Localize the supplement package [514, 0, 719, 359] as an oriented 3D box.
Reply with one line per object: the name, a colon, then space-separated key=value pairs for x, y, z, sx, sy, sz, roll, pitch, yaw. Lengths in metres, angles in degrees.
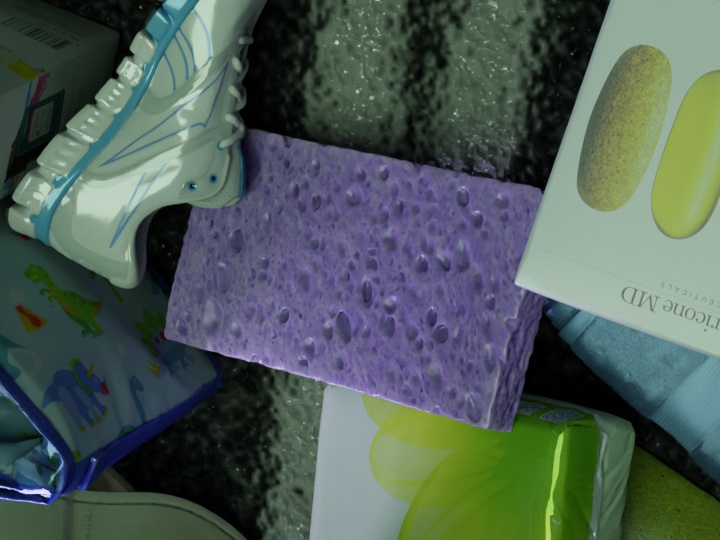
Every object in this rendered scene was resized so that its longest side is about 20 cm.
supplement package: x=0.158 y=-0.069 z=1.104 sx=0.114 sy=0.110 sz=0.200 roll=19 pitch=94 yaw=15

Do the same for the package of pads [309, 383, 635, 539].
package of pads: x=0.045 y=0.152 z=1.234 sx=0.154 sy=0.068 sz=0.200 roll=12 pitch=99 yaw=39

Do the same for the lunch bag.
lunch bag: x=-0.185 y=0.032 z=1.266 sx=0.200 sy=0.170 sz=0.128 roll=29 pitch=115 yaw=14

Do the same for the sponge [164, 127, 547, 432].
sponge: x=0.000 y=0.000 z=1.213 sx=0.200 sy=0.030 sz=0.112 roll=14 pitch=90 yaw=35

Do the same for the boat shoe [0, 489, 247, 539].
boat shoe: x=-0.137 y=0.149 z=1.305 sx=0.066 sy=0.199 sz=0.075 roll=-11 pitch=70 yaw=50

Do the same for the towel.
towel: x=0.186 y=0.043 z=1.193 sx=0.200 sy=0.049 sz=0.112 roll=43 pitch=113 yaw=6

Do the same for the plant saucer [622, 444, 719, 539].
plant saucer: x=0.139 y=0.207 z=1.264 sx=0.200 sy=0.048 sz=0.200 roll=33 pitch=115 yaw=9

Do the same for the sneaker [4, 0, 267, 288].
sneaker: x=-0.078 y=-0.078 z=1.232 sx=0.087 sy=0.075 sz=0.200 roll=38 pitch=100 yaw=5

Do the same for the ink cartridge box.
ink cartridge box: x=-0.211 y=-0.083 z=1.225 sx=0.116 sy=0.200 sz=0.067 roll=23 pitch=114 yaw=14

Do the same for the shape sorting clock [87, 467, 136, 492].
shape sorting clock: x=-0.191 y=0.169 z=1.386 sx=0.200 sy=0.039 sz=0.200 roll=6 pitch=116 yaw=11
